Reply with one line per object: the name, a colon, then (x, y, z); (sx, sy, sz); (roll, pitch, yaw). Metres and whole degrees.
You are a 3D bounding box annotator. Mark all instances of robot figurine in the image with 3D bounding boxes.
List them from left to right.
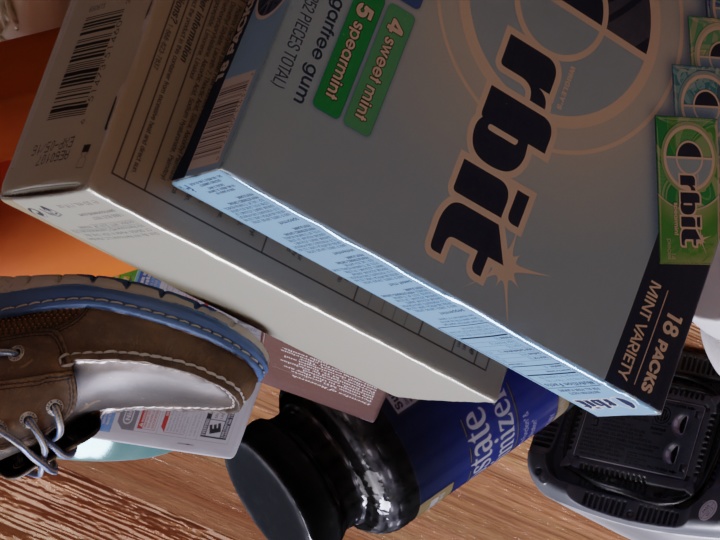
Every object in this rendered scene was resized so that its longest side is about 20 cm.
robot figurine: (-0.154, -0.042, 0.913); (0.144, 0.199, 0.117); (39, 141, 56)

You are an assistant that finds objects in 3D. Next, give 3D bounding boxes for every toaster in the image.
toaster: (0.198, 0.120, 1.296); (0.199, 0.114, 0.129); (8, 162, 36)

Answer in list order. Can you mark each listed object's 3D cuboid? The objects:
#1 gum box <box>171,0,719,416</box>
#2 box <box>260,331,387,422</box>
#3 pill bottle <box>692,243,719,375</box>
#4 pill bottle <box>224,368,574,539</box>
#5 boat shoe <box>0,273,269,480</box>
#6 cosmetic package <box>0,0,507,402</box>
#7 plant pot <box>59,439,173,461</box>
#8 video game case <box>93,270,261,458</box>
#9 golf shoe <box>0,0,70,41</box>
gum box: (0.052, -0.064, 0.756); (0.199, 0.171, 0.044); (29, 162, -25)
box: (0.000, 0.000, 0.990); (0.074, 0.101, 0.200); (21, 165, -1)
pill bottle: (0.228, 0.027, 0.938); (0.113, 0.114, 0.200); (4, 156, 48)
pill bottle: (0.024, 0.081, 1.195); (0.112, 0.199, 0.112); (44, 154, 29)
boat shoe: (-0.136, 0.045, 0.823); (0.199, 0.073, 0.072); (5, 155, 14)
cosmetic package: (-0.025, -0.033, 0.786); (0.199, 0.104, 0.073); (30, 162, -33)
plant pot: (-0.155, 0.016, 1.183); (0.199, 0.162, 0.201); (5, -169, -1)
video game case: (-0.128, 0.019, 1.074); (0.199, 0.144, 0.018); (12, -166, -35)
golf shoe: (-0.171, -0.104, 1.003); (0.091, 0.076, 0.200); (-11, 151, -20)
